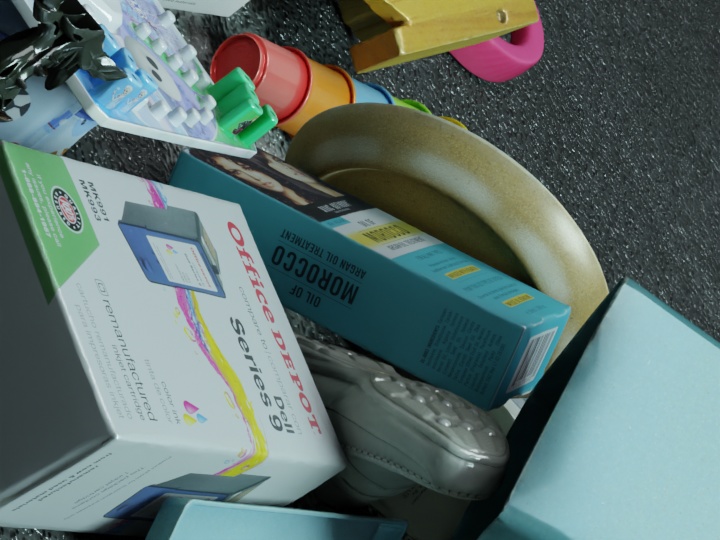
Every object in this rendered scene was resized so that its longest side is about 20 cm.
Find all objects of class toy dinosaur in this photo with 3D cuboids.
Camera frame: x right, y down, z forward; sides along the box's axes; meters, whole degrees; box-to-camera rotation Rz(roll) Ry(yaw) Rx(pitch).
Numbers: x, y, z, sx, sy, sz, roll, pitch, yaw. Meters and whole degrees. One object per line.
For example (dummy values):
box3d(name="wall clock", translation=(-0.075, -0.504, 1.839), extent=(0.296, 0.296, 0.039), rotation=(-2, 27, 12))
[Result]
box3d(name="toy dinosaur", translation=(-0.178, -0.081, 1.185), extent=(0.102, 0.136, 0.200), rotation=(55, -9, -11))

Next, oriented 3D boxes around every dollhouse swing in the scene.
box3d(name="dollhouse swing", translation=(-0.014, -0.214, 1.721), extent=(0.182, 0.176, 0.200), rotation=(-19, 93, -47))

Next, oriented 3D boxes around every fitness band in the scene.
box3d(name="fitness band", translation=(0.058, -0.221, 2.014), extent=(0.200, 0.037, 0.144), rotation=(55, 23, -7))

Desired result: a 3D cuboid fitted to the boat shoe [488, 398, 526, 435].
box3d(name="boat shoe", translation=(0.116, 0.147, 1.634), extent=(0.201, 0.070, 0.072), rotation=(59, 26, 6))

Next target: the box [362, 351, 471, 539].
box3d(name="box", translation=(0.062, 0.131, 1.506), extent=(0.200, 0.068, 0.082), rotation=(45, -10, -29))

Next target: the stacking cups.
box3d(name="stacking cups", translation=(-0.012, -0.093, 1.684), extent=(0.200, 0.060, 0.061), rotation=(27, 38, -50))

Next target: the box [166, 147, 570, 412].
box3d(name="box", translation=(0.000, 0.000, 1.465), extent=(0.200, 0.049, 0.082), rotation=(27, 15, 16))

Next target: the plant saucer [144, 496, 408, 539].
box3d(name="plant saucer", translation=(-0.045, 0.137, 1.330), extent=(0.019, 0.070, 0.200), rotation=(30, 8, 28))

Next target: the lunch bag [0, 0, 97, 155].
box3d(name="lunch bag", translation=(-0.198, -0.144, 1.341), extent=(0.200, 0.076, 0.160), rotation=(37, 29, -44))

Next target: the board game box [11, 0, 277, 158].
box3d(name="board game box", translation=(-0.128, -0.146, 1.349), extent=(0.200, 0.026, 0.200), rotation=(56, 13, 12))

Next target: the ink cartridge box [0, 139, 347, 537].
box3d(name="ink cartridge box", translation=(-0.109, 0.036, 1.283), extent=(0.200, 0.087, 0.145), rotation=(17, 47, -61))

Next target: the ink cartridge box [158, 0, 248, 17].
box3d(name="ink cartridge box", translation=(-0.067, -0.245, 1.543), extent=(0.125, 0.200, 0.129), rotation=(3, 58, -49))

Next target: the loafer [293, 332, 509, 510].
box3d(name="loafer", translation=(0.007, 0.082, 1.375), extent=(0.070, 0.070, 0.200), rotation=(16, 3, -26))

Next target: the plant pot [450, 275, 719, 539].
box3d(name="plant pot", translation=(0.157, 0.132, 1.352), extent=(0.200, 0.141, 0.141), rotation=(30, 60, 0))

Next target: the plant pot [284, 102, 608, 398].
box3d(name="plant pot", translation=(0.038, -0.002, 1.532), extent=(0.200, 0.200, 0.027), rotation=(51, 53, -19))
